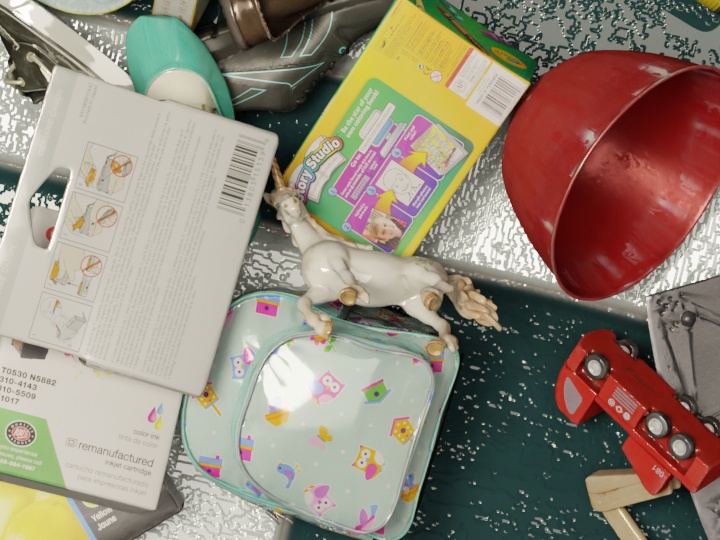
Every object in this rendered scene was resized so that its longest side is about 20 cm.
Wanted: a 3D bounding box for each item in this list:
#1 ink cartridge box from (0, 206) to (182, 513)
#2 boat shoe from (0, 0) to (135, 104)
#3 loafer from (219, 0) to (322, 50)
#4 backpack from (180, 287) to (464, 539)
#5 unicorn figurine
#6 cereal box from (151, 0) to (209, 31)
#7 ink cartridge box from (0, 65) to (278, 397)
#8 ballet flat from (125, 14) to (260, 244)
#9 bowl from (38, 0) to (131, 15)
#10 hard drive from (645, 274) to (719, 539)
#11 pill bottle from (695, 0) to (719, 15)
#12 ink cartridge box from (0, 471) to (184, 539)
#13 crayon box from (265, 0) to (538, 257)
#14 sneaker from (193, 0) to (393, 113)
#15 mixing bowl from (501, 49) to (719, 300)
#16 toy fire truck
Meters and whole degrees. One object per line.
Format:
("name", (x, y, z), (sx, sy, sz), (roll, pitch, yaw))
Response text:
("ink cartridge box", (-0.205, 0.067, 1.690), (0.144, 0.084, 0.201), (15, 78, -14))
("boat shoe", (-0.239, -0.159, 1.730), (0.200, 0.071, 0.064), (38, 89, -4))
("loafer", (-0.043, -0.230, 1.672), (0.071, 0.200, 0.073), (-4, 122, 28))
("backpack", (-0.038, 0.103, 1.705), (0.199, 0.153, 0.177), (18, 96, 5))
("unicorn figurine", (0.000, 0.000, 1.667), (0.199, 0.138, 0.074), (27, 112, -19))
("cereal box", (-0.101, -0.274, 1.650), (0.039, 0.200, 0.144), (26, 69, -1))
("ink cartridge box", (-0.169, -0.028, 1.629), (0.173, 0.044, 0.201), (17, 88, -15))
("ballet flat", (-0.122, -0.096, 1.700), (0.067, 0.070, 0.201), (-17, 115, 7))
("bowl", (-0.205, -0.305, 1.698), (0.200, 0.200, 0.108), (45, 48, -2))
("hard drive", (0.302, 0.100, 1.765), (0.134, 0.042, 0.201), (-16, 92, -1))
("pill bottle", (0.231, -0.286, 1.720), (0.199, 0.112, 0.112), (31, 90, -2))
("ink cartridge box", (-0.270, 0.149, 1.750), (0.197, 0.047, 0.201), (-32, 94, -1))
("crayon box", (0.030, -0.103, 1.711), (0.118, 0.058, 0.200), (33, 112, -3))
("sneaker", (-0.051, -0.170, 1.744), (0.199, 0.075, 0.080), (-19, 106, 5))
("mixing bowl", (0.179, -0.089, 1.702), (0.108, 0.200, 0.200), (37, 90, 34))
("toy fire truck", (0.218, 0.158, 1.743), (0.200, 0.049, 0.141), (44, 128, 21))
